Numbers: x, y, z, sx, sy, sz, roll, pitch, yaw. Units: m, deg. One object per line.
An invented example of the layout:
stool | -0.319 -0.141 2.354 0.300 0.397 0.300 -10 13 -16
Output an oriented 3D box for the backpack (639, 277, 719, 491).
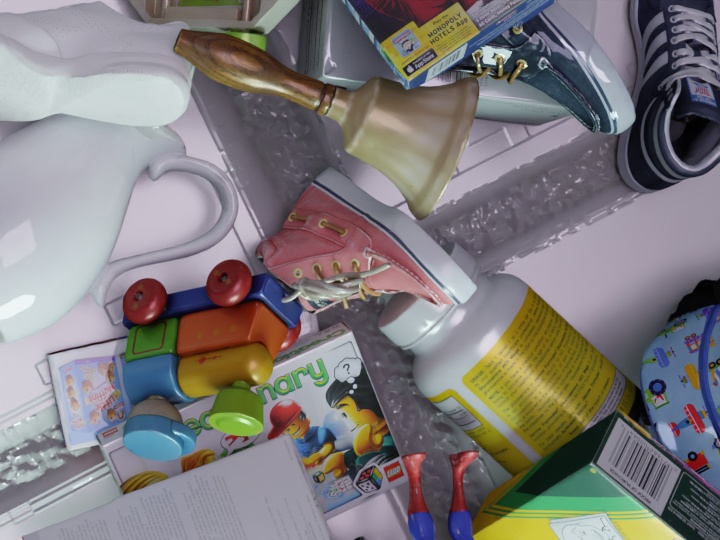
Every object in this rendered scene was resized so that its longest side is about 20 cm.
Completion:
backpack | 0.291 0.101 1.434 0.134 0.200 0.183 -24 96 30

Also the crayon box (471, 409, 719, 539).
crayon box | 0.198 0.209 1.386 0.200 0.173 0.058 39 50 -7

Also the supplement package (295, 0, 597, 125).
supplement package | 0.063 -0.198 1.439 0.199 0.111 0.157 6 88 -12

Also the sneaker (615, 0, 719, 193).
sneaker | 0.248 -0.160 1.483 0.070 0.108 0.201 9 87 -13

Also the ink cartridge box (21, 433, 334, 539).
ink cartridge box | -0.121 0.201 1.356 0.199 0.050 0.109 -20 68 -8

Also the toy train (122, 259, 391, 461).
toy train | -0.074 0.059 1.332 0.085 0.199 0.116 45 42 -47

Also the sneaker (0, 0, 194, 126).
sneaker | -0.211 -0.152 1.331 0.199 0.075 0.089 9 50 -5

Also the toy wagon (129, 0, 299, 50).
toy wagon | -0.084 -0.230 1.386 0.199 0.040 0.156 5 88 27

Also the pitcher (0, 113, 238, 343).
pitcher | -0.197 -0.034 1.375 0.171 0.121 0.200 40 71 -5

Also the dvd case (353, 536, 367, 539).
dvd case | 0.027 0.310 1.383 0.200 0.025 0.150 43 69 -5

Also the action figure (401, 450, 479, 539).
action figure | 0.071 0.224 1.355 0.065 0.099 0.201 -1 80 -17

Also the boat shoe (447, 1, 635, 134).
boat shoe | 0.097 -0.154 1.358 0.091 0.071 0.200 -41 90 -10

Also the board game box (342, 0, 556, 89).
board game box | 0.051 -0.250 1.302 0.200 0.062 0.200 -34 81 -10

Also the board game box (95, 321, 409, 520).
board game box | -0.077 0.136 1.427 0.199 0.035 0.127 -25 107 -9

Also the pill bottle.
pill bottle | 0.112 0.076 1.447 0.200 0.112 0.113 43 81 -10

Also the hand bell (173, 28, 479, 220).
hand bell | -0.031 -0.117 1.321 0.199 0.104 0.105 21 85 -10

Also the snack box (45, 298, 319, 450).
snack box | -0.125 0.075 1.437 0.199 0.024 0.072 -12 94 -13

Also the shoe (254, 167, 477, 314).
shoe | 0.000 0.000 1.388 0.091 0.200 0.072 -46 126 -5
